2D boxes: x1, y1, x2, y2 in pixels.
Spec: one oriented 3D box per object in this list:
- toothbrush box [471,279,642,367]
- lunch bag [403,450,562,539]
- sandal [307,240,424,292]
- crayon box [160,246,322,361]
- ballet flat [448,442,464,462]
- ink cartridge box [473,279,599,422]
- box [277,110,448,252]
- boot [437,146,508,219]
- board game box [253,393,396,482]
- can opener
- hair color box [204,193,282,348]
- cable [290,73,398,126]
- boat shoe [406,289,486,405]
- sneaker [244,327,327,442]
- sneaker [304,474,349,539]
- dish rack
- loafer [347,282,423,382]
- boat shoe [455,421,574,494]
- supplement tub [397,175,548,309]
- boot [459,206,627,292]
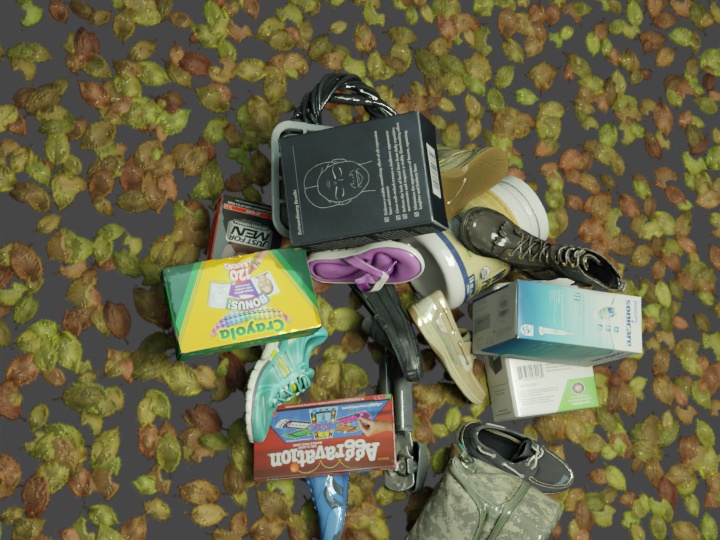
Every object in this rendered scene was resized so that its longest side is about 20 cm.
[{"bbox_3d":[0.277,0.079,1.492,0.199,0.146,0.086,8,74,-17],"label":"toothbrush box"},{"bbox_3d":[0.156,0.369,1.445,0.167,0.139,0.201,33,110,17],"label":"lunch bag"},{"bbox_3d":[0.004,0.005,1.499,0.083,0.202,0.050,49,50,-36],"label":"sandal"},{"bbox_3d":[-0.163,0.044,1.429,0.199,0.058,0.120,-10,78,-18],"label":"crayon box"},{"bbox_3d":[0.167,0.352,1.534,0.072,0.068,0.201,-32,92,-3],"label":"ballet flat"},{"bbox_3d":[0.268,0.121,1.604,0.145,0.084,0.201,-4,78,-20],"label":"ink cartridge box"},{"bbox_3d":[0.005,-0.115,1.410,0.199,0.107,0.150,-9,84,15],"label":"box"},{"bbox_3d":[0.099,-0.128,1.548,0.199,0.155,0.073,-32,113,-21],"label":"boot"},{"bbox_3d":[-0.051,0.231,1.448,0.199,0.019,0.104,-8,66,10],"label":"board game box"},{"bbox_3d":[0.063,0.224,1.541,0.067,0.053,0.201,15,69,-48],"label":"can opener"},{"bbox_3d":[-0.173,0.002,1.503,0.101,0.061,0.201,12,74,-16],"label":"hair color box"},{"bbox_3d":[-0.006,-0.207,1.620,0.200,0.051,0.163,43,60,-10],"label":"cable"},{"bbox_3d":[0.142,0.115,1.539,0.065,0.072,0.200,-35,115,-1],"label":"boat shoe"},{"bbox_3d":[-0.107,0.148,1.458,0.079,0.078,0.201,17,62,11],"label":"sneaker"},{"bbox_3d":[-0.052,0.295,1.474,0.078,0.066,0.202,4,75,-3],"label":"sneaker"},{"bbox_3d":[-0.044,-0.122,1.529,0.199,0.043,0.173,3,78,-26],"label":"dish rack"},{"bbox_3d":[0.037,0.081,1.526,0.070,0.068,0.201,-22,56,0],"label":"loafer"},{"bbox_3d":[0.239,0.281,1.567,0.199,0.063,0.073,26,70,-11],"label":"boat shoe"},{"bbox_3d":[0.171,-0.046,1.581,0.199,0.144,0.145,-31,88,-22],"label":"supplement tub"},{"bbox_3d":[0.253,-0.029,1.446,0.199,0.174,0.070,25,84,-28],"label":"boot"}]
